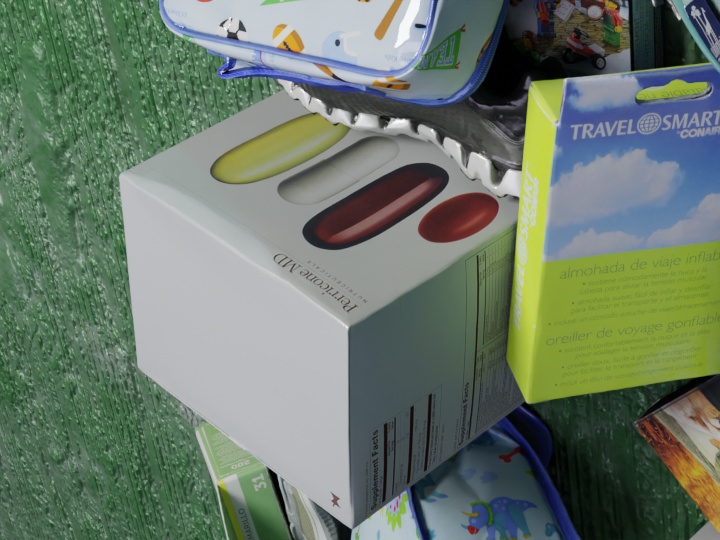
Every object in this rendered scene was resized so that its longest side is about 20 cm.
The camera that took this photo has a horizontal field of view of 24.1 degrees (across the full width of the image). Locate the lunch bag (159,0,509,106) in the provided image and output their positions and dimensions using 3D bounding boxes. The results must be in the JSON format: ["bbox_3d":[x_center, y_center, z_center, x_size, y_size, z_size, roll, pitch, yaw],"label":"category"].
[{"bbox_3d":[-0.012,-0.167,0.867,0.199,0.075,0.161,17,95,38],"label":"lunch bag"}]

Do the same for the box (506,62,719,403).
[{"bbox_3d":[0.143,-0.027,0.877,0.048,0.121,0.201,-114,21,-51],"label":"box"}]

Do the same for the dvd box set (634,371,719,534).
[{"bbox_3d":[0.263,0.134,0.955,0.200,0.029,0.146,52,142,2],"label":"dvd box set"}]

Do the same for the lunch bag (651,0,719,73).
[{"bbox_3d":[0.201,-0.174,0.697,0.200,0.077,0.161,-34,82,34],"label":"lunch bag"}]

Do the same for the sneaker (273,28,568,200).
[{"bbox_3d":[0.034,-0.113,0.915,0.199,0.066,0.091,27,133,24],"label":"sneaker"}]

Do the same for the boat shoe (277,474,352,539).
[{"bbox_3d":[-0.034,0.149,1.242,0.065,0.074,0.203,15,136,35],"label":"boat shoe"}]

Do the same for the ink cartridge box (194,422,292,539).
[{"bbox_3d":[-0.071,0.211,1.264,0.200,0.048,0.146,-126,17,-66],"label":"ink cartridge box"}]

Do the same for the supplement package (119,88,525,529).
[{"bbox_3d":[0.000,0.000,0.971,0.191,0.200,0.148,32,138,34],"label":"supplement package"}]

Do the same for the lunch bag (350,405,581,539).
[{"bbox_3d":[0.057,0.173,1.126,0.171,0.127,0.201,106,147,-46],"label":"lunch bag"}]

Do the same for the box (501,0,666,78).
[{"bbox_3d":[0.071,-0.162,0.918,0.199,0.038,0.137,19,131,36],"label":"box"}]

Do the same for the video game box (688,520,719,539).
[{"bbox_3d":[0.144,0.256,1.033,0.047,0.200,0.183,45,142,16],"label":"video game box"}]
